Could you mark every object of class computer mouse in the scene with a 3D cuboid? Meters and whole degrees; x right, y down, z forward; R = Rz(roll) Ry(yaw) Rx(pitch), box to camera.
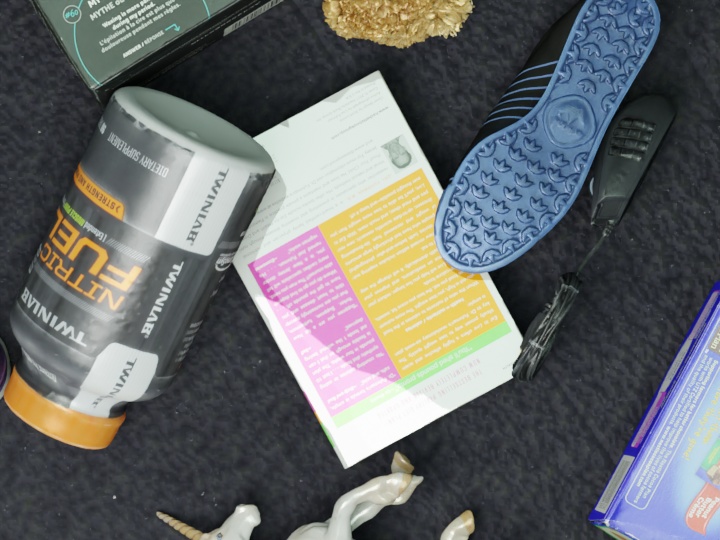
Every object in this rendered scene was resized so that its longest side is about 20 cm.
[{"bbox_3d":[0.132,-0.023,1.732,0.034,0.059,0.200,27,69,5],"label":"computer mouse"}]

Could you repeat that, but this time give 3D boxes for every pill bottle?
[{"bbox_3d":[-0.136,0.003,1.703,0.106,0.106,0.200,26,103,-1],"label":"pill bottle"}]

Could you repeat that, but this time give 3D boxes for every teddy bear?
[{"bbox_3d":[0.022,-0.236,1.746,0.145,0.067,0.201,22,87,1],"label":"teddy bear"}]

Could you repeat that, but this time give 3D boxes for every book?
[{"bbox_3d":[0.000,0.000,1.750,0.133,0.048,0.200,-28,88,-2],"label":"book"}]

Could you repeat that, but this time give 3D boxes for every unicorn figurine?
[{"bbox_3d":[-0.005,0.174,1.727,0.200,0.074,0.137,44,98,-6],"label":"unicorn figurine"}]

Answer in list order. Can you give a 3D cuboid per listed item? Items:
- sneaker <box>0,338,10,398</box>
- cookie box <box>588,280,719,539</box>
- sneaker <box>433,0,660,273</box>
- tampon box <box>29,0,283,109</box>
[{"bbox_3d":[-0.308,0.069,1.713,0.199,0.088,0.076,-16,89,-2],"label":"sneaker"},{"bbox_3d":[0.265,0.124,1.741,0.200,0.075,0.171,29,87,-1],"label":"cookie box"},{"bbox_3d":[0.109,-0.081,1.737,0.070,0.078,0.200,37,84,-2],"label":"sneaker"},{"bbox_3d":[-0.144,-0.220,1.709,0.150,0.126,0.200,-31,89,-3],"label":"tampon box"}]
